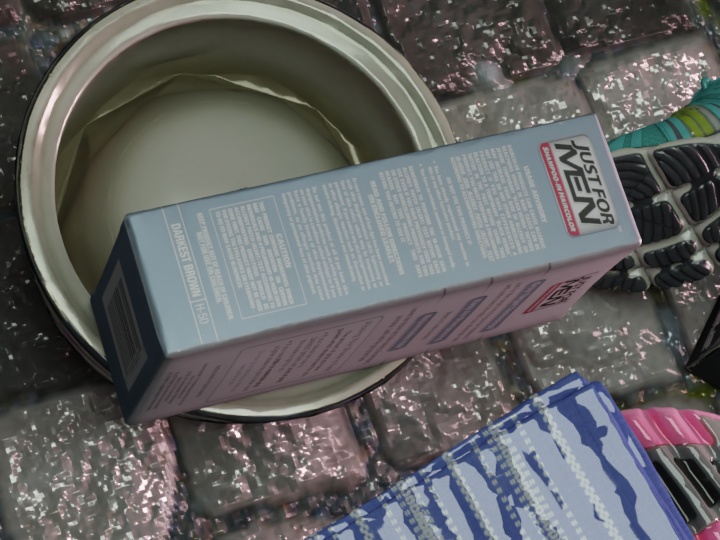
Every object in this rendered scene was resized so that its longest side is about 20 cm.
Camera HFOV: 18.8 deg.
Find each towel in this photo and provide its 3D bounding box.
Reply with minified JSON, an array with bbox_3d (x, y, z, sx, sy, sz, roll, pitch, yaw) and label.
[{"bbox_3d":[0.045,0.149,0.866,0.200,0.024,0.145,-31,84,-3],"label":"towel"}]

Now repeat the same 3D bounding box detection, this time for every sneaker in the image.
[{"bbox_3d":[0.080,0.121,0.929,0.199,0.095,0.079,-23,77,-7],"label":"sneaker"},{"bbox_3d":[0.166,-0.051,1.018,0.199,0.080,0.078,-19,120,4],"label":"sneaker"}]

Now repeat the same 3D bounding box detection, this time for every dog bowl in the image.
[{"bbox_3d":[-0.057,-0.023,0.957,0.199,0.074,0.201,5,70,-14],"label":"dog bowl"}]

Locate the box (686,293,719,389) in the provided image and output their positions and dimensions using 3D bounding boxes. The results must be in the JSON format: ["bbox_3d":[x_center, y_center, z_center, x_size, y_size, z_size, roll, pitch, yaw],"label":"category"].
[{"bbox_3d":[0.277,0.027,1.047,0.200,0.044,0.161,32,66,-3],"label":"box"}]

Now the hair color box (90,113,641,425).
[{"bbox_3d":[0.000,0.000,0.871,0.199,0.099,0.061,-13,75,-19],"label":"hair color box"}]
